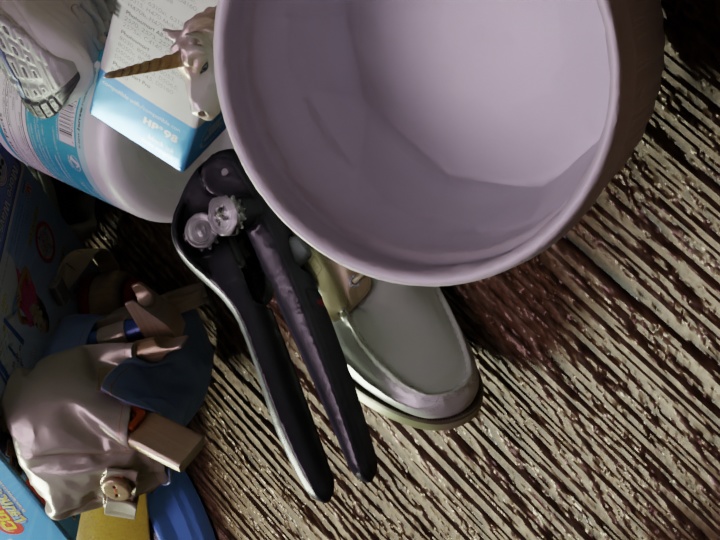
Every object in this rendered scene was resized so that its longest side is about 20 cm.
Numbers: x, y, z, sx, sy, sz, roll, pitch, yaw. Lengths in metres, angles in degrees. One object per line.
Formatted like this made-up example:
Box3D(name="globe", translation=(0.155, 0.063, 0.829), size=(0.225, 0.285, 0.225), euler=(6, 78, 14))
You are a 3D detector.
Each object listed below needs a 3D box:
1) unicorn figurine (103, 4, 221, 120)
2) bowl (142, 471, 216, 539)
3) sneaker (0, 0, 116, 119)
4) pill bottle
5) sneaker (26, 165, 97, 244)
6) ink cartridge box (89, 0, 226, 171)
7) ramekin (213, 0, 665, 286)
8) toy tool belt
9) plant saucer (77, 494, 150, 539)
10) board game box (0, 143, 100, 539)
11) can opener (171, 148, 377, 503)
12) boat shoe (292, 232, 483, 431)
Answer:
Box3D(name="unicorn figurine", translation=(-0.010, -0.079, 1.309), size=(0.074, 0.199, 0.138), euler=(-84, -19, -52))
Box3D(name="bowl", translation=(-0.161, 0.195, 1.833), size=(0.200, 0.039, 0.202), euler=(37, 138, 43))
Box3D(name="sneaker", translation=(-0.172, -0.148, 1.462), size=(0.200, 0.087, 0.075), euler=(-124, 11, -62))
Box3D(name="pill bottle", translation=(-0.155, -0.103, 1.562), size=(0.200, 0.110, 0.111), euler=(25, 129, 52))
Box3D(name="sneaker", translation=(-0.232, -0.100, 1.743), size=(0.201, 0.075, 0.115), euler=(57, 145, 0))
Box3D(name="ink cartridge box", translation=(-0.070, -0.161, 1.366), size=(0.067, 0.116, 0.200), euler=(33, 142, 9))
Box3D(name="ramekin", translation=(0.043, -0.101, 1.177), size=(0.199, 0.105, 0.202), euler=(7, 106, 25))
Box3D(name="toy tool belt", translation=(-0.135, 0.065, 1.632), size=(0.122, 0.200, 0.125), euler=(-10, 125, 20))
Box3D(name="plant saucer", translation=(-0.216, 0.161, 1.815), size=(0.200, 0.048, 0.201), euler=(33, 135, 45))
Box3D(name="board game box", translation=(-0.230, 0.042, 1.644), size=(0.196, 0.056, 0.201), euler=(60, -151, -46))
Box3D(name="can opener", translation=(-0.041, 0.026, 1.380), size=(0.063, 0.078, 0.201), euler=(-35, 69, 22))
Box3D(name="boat shoe", translation=(0.000, 0.000, 1.407), size=(0.200, 0.074, 0.069), euler=(51, 151, 30))
